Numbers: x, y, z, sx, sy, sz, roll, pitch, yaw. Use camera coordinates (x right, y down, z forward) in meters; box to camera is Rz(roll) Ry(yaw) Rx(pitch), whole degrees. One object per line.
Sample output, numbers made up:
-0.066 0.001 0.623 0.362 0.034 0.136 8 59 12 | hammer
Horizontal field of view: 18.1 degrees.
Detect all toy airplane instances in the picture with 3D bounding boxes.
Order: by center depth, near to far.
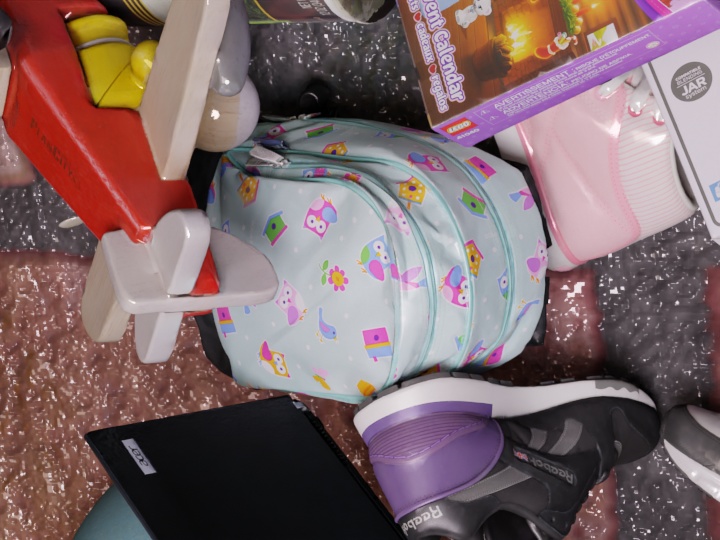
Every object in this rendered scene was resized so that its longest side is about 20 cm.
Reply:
-0.098 -0.057 1.078 0.200 0.141 0.200 2 110 50 | toy airplane

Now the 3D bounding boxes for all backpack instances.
0.000 0.000 1.142 0.200 0.126 0.167 6 112 47 | backpack

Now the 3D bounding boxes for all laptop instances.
-0.020 0.157 1.087 0.103 0.200 0.177 -34 54 -8 | laptop

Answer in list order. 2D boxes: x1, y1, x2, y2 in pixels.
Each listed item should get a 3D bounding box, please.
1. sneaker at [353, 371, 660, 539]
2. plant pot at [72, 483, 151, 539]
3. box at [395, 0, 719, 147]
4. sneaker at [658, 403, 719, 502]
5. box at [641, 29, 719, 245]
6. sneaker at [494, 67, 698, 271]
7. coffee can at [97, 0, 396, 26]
0.081 0.105 1.118 0.076 0.200 0.088 -34 64 40 | sneaker
-0.095 0.206 1.252 0.200 0.135 0.201 5 104 21 | plant pot
0.072 -0.173 1.008 0.137 0.039 0.201 -24 68 24 | box
0.248 0.100 1.125 0.199 0.074 0.080 20 102 10 | sneaker
0.185 -0.117 1.047 0.116 0.060 0.200 -26 65 20 | box
0.109 -0.104 1.123 0.104 0.075 0.201 -16 103 29 | sneaker
-0.088 -0.196 1.143 0.199 0.146 0.147 1 103 22 | coffee can
